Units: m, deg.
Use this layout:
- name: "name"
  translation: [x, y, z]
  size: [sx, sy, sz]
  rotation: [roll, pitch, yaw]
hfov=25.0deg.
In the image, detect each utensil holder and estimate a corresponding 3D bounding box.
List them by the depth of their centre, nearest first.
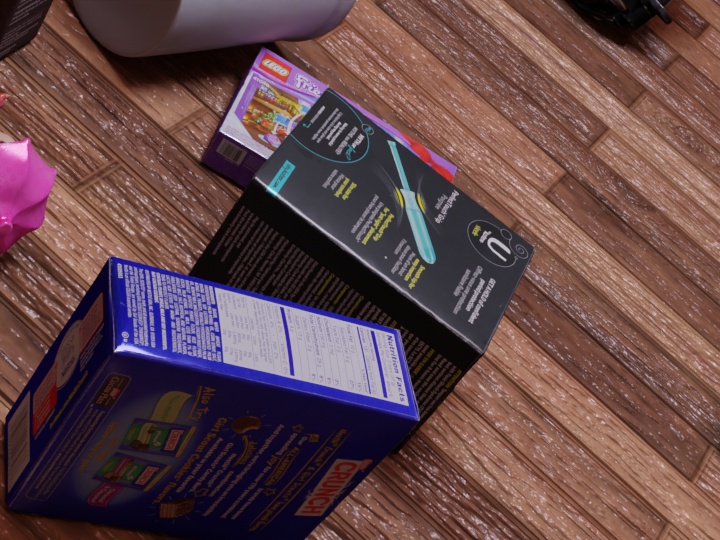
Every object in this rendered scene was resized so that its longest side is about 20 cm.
- name: "utensil holder"
  translation: [-0.120, -0.263, 1.336]
  size: [0.199, 0.170, 0.171]
  rotation: [-18, 62, -45]

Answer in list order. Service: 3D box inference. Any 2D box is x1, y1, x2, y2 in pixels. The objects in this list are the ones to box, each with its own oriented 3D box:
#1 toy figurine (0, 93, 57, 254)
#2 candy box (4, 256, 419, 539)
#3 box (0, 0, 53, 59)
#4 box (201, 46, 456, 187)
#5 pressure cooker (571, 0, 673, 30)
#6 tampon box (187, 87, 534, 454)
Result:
- name: "toy figurine"
  translation: [-0.279, -0.095, 1.089]
  size: [0.185, 0.150, 0.200]
  rotation: [51, 12, -4]
- name: "candy box"
  translation: [-0.092, 0.088, 0.981]
  size: [0.198, 0.169, 0.078]
  rotation: [16, 45, -27]
- name: "box"
  translation: [-0.257, -0.257, 1.184]
  size: [0.100, 0.201, 0.075]
  rotation: [39, 37, 3]
- name: "box"
  translation: [-0.021, -0.087, 1.333]
  size: [0.199, 0.039, 0.137]
  rotation: [31, 38, -9]
- name: "pressure cooker"
  translation: [0.298, -0.373, 1.781]
  size: [0.179, 0.199, 0.176]
  rotation: [46, 11, -25]
- name: "tampon box"
  translation: [0.000, 0.000, 1.185]
  size: [0.199, 0.127, 0.150]
  rotation: [37, 37, -2]
